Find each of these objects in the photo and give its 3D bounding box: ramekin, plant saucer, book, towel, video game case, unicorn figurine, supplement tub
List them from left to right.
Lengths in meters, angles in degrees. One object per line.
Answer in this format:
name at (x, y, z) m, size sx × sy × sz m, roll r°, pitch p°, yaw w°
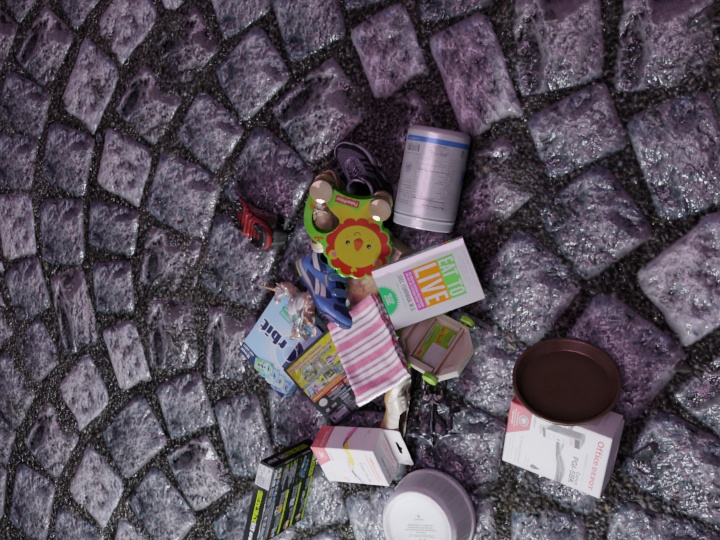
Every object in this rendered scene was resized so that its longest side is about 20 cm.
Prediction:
unicorn figurine at (-0.143, 0.085, 1.717) m, size 0.199 × 0.073 × 0.139 m, roll -16°, pitch 77°, yaw 51°
video game case at (-0.049, 0.231, 1.732) m, size 0.200 × 0.025 × 0.181 m, roll -42°, pitch 89°, yaw 23°
towel at (0.013, 0.166, 1.611) m, size 0.146 × 0.030 × 0.201 m, roll -37°, pitch 61°, yaw 27°
ramekin at (0.138, 0.534, 1.636) m, size 0.201 × 0.094 × 0.204 m, roll 2°, pitch 94°, yaw 29°
book at (0.139, 0.025, 1.575) m, size 0.199 × 0.048 × 0.134 m, roll -21°, pitch 101°, yaw 12°
supplement tub at (0.144, -0.187, 1.563) m, size 0.131 × 0.132 × 0.202 m, roll 15°, pitch 101°, yaw 27°
plant saucer at (0.386, 0.212, 1.446) m, size 0.199 × 0.200 × 0.030 m, roll 19°, pitch 142°, yaw 27°

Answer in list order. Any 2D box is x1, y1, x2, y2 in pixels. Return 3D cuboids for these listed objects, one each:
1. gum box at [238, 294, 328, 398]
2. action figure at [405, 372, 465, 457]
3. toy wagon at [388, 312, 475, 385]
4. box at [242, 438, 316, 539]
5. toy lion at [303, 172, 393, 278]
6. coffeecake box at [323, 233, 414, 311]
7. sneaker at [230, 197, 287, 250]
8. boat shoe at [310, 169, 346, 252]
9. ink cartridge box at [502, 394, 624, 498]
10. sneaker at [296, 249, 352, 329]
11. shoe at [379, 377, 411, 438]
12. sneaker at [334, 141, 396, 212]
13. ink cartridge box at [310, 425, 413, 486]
gum box at (-0.177, 0.170, 1.816) m, size 0.170 × 0.044 × 0.201 m, roll 43°, pitch 111°, yaw 20°
action figure at (0.159, 0.290, 1.603) m, size 0.118 × 0.102 × 0.202 m, roll -4°, pitch 71°, yaw 20°
toy wagon at (0.140, 0.143, 1.602) m, size 0.199 × 0.040 × 0.156 m, roll 26°, pitch 72°, yaw 34°
box at (-0.179, 0.506, 1.756) m, size 0.047 × 0.193 × 0.202 m, roll 18°, pitch 103°, yaw 24°
toy lion at (-0.025, -0.082, 1.582) m, size 0.199 × 0.069 × 0.193 m, roll 17°, pitch 112°, yaw -3°
coffeecake box at (0.000, 0.000, 1.689) m, size 0.153 × 0.073 × 0.201 m, roll 37°, pitch 111°, yaw 21°
sneaker at (-0.237, -0.111, 1.818) m, size 0.200 × 0.097 × 0.071 m, roll 43°, pitch 127°, yaw 45°
boat shoe at (-0.080, -0.133, 1.670) m, size 0.073 × 0.069 × 0.201 m, roll -8°, pitch 52°, yaw 22°
ink cartridge box at (0.385, 0.322, 1.470) m, size 0.199 × 0.083 × 0.148 m, roll 17°, pitch 119°, yaw 27°
sneaker at (-0.064, 0.034, 1.634) m, size 0.082 × 0.074 × 0.201 m, roll -37°, pitch 66°, yaw 13°
shoe at (0.085, 0.289, 1.641) m, size 0.053 × 0.070 × 0.201 m, roll 31°, pitch 136°, yaw 22°
sneaker at (-0.005, -0.204, 1.655) m, size 0.075 × 0.114 × 0.200 m, roll -45°, pitch 73°, yaw 23°
ink cartridge box at (0.005, 0.408, 1.690) m, size 0.199 × 0.068 × 0.117 m, roll -4°, pitch 126°, yaw 29°
